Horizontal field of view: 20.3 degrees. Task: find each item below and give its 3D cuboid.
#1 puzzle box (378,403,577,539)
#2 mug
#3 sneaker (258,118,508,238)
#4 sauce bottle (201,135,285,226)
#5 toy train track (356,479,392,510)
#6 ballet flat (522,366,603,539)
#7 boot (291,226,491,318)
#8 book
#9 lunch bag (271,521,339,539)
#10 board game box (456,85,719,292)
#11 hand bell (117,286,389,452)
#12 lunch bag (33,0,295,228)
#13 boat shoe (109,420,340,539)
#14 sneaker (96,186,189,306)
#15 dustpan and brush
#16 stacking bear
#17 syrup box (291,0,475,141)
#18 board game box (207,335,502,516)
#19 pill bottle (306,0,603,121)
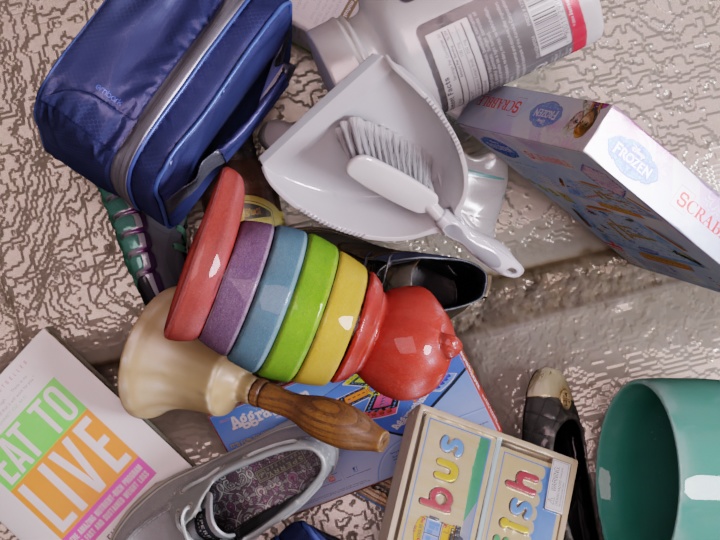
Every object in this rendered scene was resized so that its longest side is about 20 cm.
[{"bbox_3d":[0.076,0.208,1.437,0.132,0.025,0.201,19,64,-12],"label":"puzzle box"},{"bbox_3d":[0.252,0.164,1.507,0.114,0.185,0.153,1,66,-16],"label":"mug"},{"bbox_3d":[0.020,-0.087,1.543,0.199,0.070,0.081,18,98,-9],"label":"sneaker"},{"bbox_3d":[-0.089,-0.031,1.545,0.064,0.065,0.201,-12,86,-2],"label":"sauce bottle"},{"bbox_3d":[0.056,0.188,1.551,0.199,0.033,0.115,29,93,7],"label":"toy train track"},{"bbox_3d":[0.165,0.169,1.523,0.057,0.066,0.201,-22,71,40],"label":"ballet flat"},{"bbox_3d":[0.000,0.000,1.494,0.199,0.097,0.075,8,78,-25],"label":"boot"},{"bbox_3d":[-0.213,0.160,1.540,0.200,0.048,0.134,43,87,-2],"label":"book"},{"bbox_3d":[-0.009,0.283,1.479,0.200,0.136,0.132,44,86,0],"label":"lunch bag"},{"bbox_3d":[0.191,-0.057,1.453,0.199,0.200,0.041,37,84,-25],"label":"board game box"},{"bbox_3d":[-0.066,0.092,1.456,0.199,0.104,0.105,20,85,26],"label":"hand bell"},{"bbox_3d":[-0.128,-0.140,1.464,0.132,0.136,0.201,33,77,7],"label":"lunch bag"},{"bbox_3d":[-0.106,0.175,1.482,0.200,0.072,0.070,-32,94,7],"label":"boat shoe"},{"bbox_3d":[-0.152,-0.052,1.541,0.087,0.074,0.201,-22,86,-8],"label":"sneaker"},{"bbox_3d":[0.043,-0.055,1.444,0.199,0.057,0.139,29,126,-33],"label":"dustpan and brush"},{"bbox_3d":[-0.028,0.030,1.411,0.199,0.122,0.114,20,49,-7],"label":"stacking bear"},{"bbox_3d":[0.020,-0.185,1.550,0.199,0.079,0.082,31,85,1],"label":"syrup box"},{"bbox_3d":[-0.005,0.114,1.509,0.199,0.019,0.103,-22,110,16],"label":"board game box"},{"bbox_3d":[0.066,-0.177,1.456,0.199,0.111,0.111,-25,87,-3],"label":"pill bottle"}]
